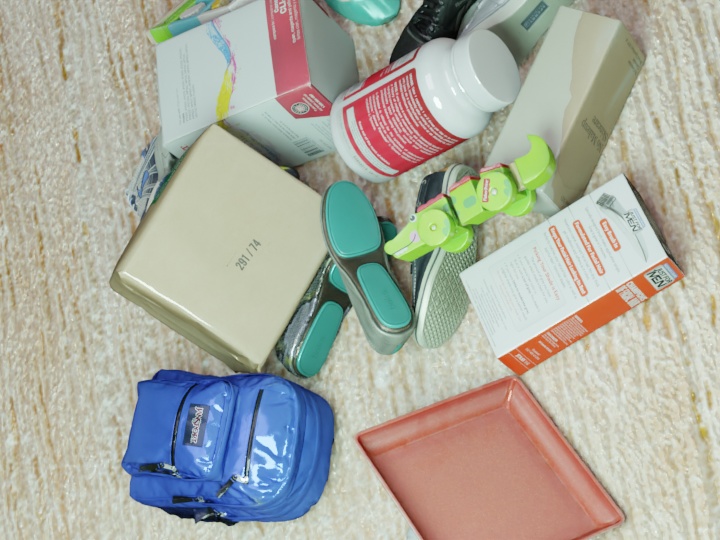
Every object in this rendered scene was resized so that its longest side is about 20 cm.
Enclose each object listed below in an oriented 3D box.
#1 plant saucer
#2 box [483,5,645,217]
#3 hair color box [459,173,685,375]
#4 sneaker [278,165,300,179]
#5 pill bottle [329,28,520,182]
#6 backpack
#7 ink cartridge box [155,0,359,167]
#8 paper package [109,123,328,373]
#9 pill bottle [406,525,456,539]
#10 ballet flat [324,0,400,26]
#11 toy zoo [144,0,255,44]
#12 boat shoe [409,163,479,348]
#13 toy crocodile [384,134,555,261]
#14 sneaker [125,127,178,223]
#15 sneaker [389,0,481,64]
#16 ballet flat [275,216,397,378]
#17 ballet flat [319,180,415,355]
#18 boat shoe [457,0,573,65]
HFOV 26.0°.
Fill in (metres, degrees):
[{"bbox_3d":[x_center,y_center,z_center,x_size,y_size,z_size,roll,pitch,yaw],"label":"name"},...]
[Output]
[{"bbox_3d":[0.121,0.211,1.511,0.199,0.037,0.200,-18,52,-26],"label":"plant saucer"},{"bbox_3d":[0.214,-0.163,1.636,0.077,0.095,0.201,21,82,32],"label":"box"},{"bbox_3d":[0.213,0.005,1.585,0.199,0.064,0.111,-32,57,16],"label":"hair color box"},{"bbox_3d":[-0.133,-0.035,1.799,0.200,0.074,0.081,-49,65,10],"label":"sneaker"},{"bbox_3d":[0.070,-0.180,1.680,0.199,0.112,0.113,-25,58,40],"label":"pill bottle"},{"bbox_3d":[-0.139,0.188,1.646,0.199,0.168,0.164,2,77,25],"label":"backpack"},{"bbox_3d":[-0.117,-0.207,1.806,0.199,0.145,0.146,-19,62,21],"label":"ink cartridge box"},{"bbox_3d":[-0.146,-0.021,1.686,0.201,0.190,0.103,-60,13,-16],"label":"paper package"},{"bbox_3d":[0.047,0.347,1.511,0.104,0.104,0.201,15,78,33],"label":"pill bottle"},{"bbox_3d":[-0.034,-0.359,1.868,0.067,0.070,0.200,-49,56,1],"label":"ballet flat"},{"bbox_3d":[-0.158,-0.330,1.882,0.199,0.021,0.131,-6,34,46],"label":"toy zoo"},{"bbox_3d":[0.081,-0.015,1.660,0.062,0.074,0.202,0,76,42],"label":"boat shoe"},{"bbox_3d":[0.110,-0.067,1.572,0.199,0.067,0.062,-31,72,25],"label":"toy crocodile"},{"bbox_3d":[-0.239,-0.084,1.866,0.085,0.077,0.201,-29,39,32],"label":"sneaker"},{"bbox_3d":[0.091,-0.308,1.766,0.200,0.087,0.076,-50,56,2],"label":"sneaker"},{"bbox_3d":[-0.035,0.021,1.717,0.072,0.072,0.201,27,83,34],"label":"ballet flat"},{"bbox_3d":[0.000,0.000,1.646,0.067,0.064,0.201,-11,60,-21],"label":"ballet flat"},{"bbox_3d":[0.164,-0.282,1.737,0.201,0.070,0.072,-44,36,8],"label":"boat shoe"}]
